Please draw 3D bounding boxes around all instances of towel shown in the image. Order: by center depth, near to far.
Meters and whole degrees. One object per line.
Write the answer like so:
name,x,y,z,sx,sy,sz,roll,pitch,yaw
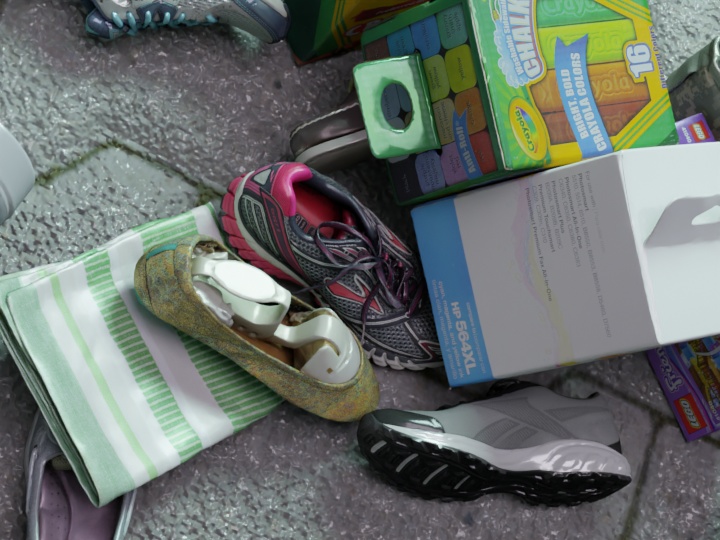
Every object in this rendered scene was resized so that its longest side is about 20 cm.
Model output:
towel,-0.131,0.046,1.403,0.200,0.023,0.153,-25,85,-47

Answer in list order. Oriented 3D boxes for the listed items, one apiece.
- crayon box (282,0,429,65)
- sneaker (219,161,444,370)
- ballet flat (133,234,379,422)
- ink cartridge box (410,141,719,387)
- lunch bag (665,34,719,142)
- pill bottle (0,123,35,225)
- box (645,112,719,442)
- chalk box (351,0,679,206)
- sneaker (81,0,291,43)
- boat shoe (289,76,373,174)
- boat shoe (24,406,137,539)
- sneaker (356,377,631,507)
crayon box,0.035,-0.208,1.485,0.126,0.200,0.051,-18,81,-25
sneaker,0.000,0.000,1.468,0.200,0.075,0.081,32,63,-22
ballet flat,-0.053,0.037,1.416,0.200,0.071,0.071,31,64,-26
ink cartridge box,0.158,-0.006,1.443,0.128,0.199,0.126,-9,87,-48
lunch bag,0.289,-0.083,1.565,0.199,0.164,0.118,21,65,-14
pill bottle,-0.294,-0.012,1.341,0.114,0.114,0.200,40,64,-6
box,0.233,0.008,1.530,0.039,0.137,0.201,-20,82,-28
chalk box,0.087,-0.118,1.447,0.199,0.124,0.126,-12,88,-36
sneaker,-0.145,-0.187,1.489,0.199,0.078,0.087,23,78,-6
boat shoe,0.028,-0.120,1.527,0.199,0.072,0.060,-22,85,-31
boat shoe,-0.174,0.147,1.365,0.074,0.065,0.203,17,67,-16
sneaker,0.087,0.111,1.484,0.199,0.074,0.080,7,62,-26
